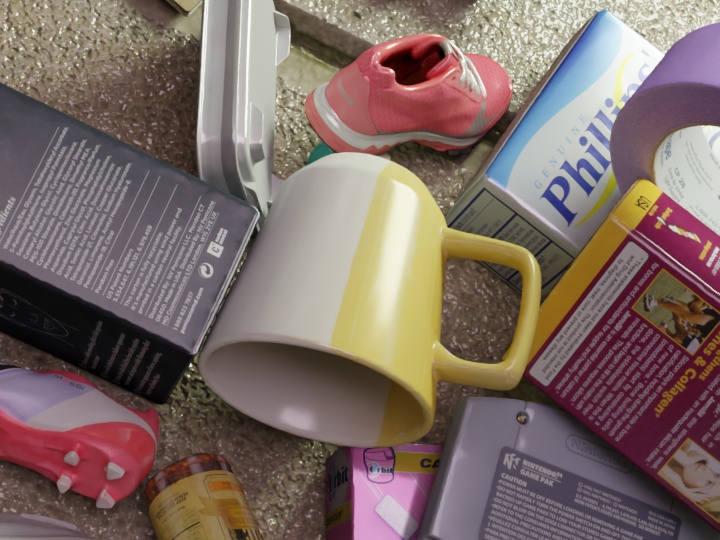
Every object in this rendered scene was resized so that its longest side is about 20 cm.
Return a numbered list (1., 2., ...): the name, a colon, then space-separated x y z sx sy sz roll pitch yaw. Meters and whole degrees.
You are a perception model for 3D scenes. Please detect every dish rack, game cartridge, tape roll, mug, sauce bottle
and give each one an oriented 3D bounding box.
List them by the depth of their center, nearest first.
1. sauce bottle: -0.076 0.212 0.981 0.066 0.066 0.201 -15 60 -21
2. mug: 0.005 0.018 1.000 0.185 0.149 0.154 21 62 -11
3. tape roll: 0.262 -0.062 1.021 0.200 0.200 0.066 41 65 0
4. game cartridge: 0.141 0.164 1.033 0.199 0.042 0.134 23 63 -10
5. dish rack: -0.077 -0.127 1.069 0.043 0.172 0.202 0 71 3

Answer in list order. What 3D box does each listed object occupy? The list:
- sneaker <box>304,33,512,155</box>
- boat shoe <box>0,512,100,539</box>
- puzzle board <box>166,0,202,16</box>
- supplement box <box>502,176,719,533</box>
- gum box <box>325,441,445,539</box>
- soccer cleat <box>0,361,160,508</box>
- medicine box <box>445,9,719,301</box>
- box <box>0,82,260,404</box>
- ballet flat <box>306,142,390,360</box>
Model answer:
1. sneaker: 0.055 -0.132 1.135 0.199 0.087 0.074 -16 69 -44
2. boat shoe: -0.242 0.173 0.948 0.199 0.068 0.073 2 104 -33
3. puzzle board: -0.159 -0.303 1.194 0.200 0.017 0.151 41 64 0
4. supplement box: 0.215 0.057 1.024 0.200 0.131 0.103 39 27 6
5. gum box: 0.079 0.182 1.064 0.198 0.066 0.115 5 71 -16
6. soccer cleat: -0.225 0.085 1.018 0.199 0.067 0.077 24 35 -2
7. medicine box: 0.194 -0.053 1.164 0.199 0.103 0.183 37 65 -2
8. box: -0.184 -0.015 1.007 0.199 0.148 0.108 25 69 -7
9. ballet flat: 0.000 0.000 1.112 0.069 0.070 0.202 6 69 -15
